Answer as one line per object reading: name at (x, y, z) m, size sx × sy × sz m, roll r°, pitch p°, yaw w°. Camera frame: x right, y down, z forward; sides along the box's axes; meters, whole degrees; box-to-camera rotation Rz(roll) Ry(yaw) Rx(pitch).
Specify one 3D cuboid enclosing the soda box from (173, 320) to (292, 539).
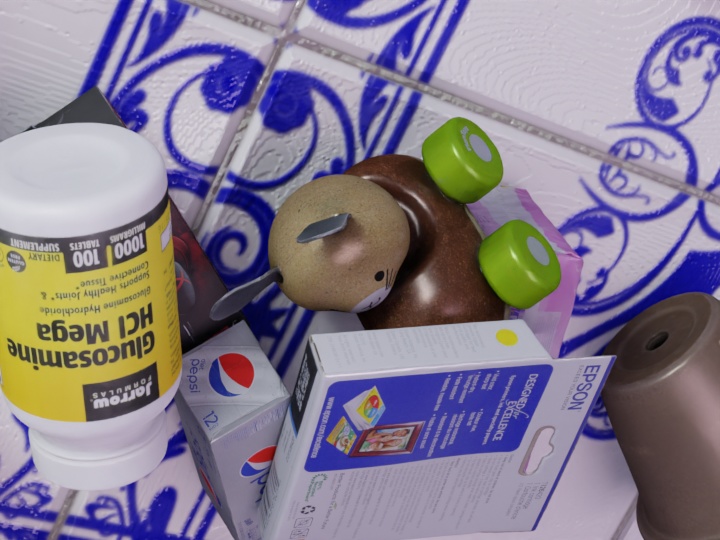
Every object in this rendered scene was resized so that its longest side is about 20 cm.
soda box at (-0.080, 0.119, 1.216) m, size 0.063 × 0.069 × 0.201 m, roll -29°, pitch 152°, yaw -13°

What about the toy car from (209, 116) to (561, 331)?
toy car at (0.000, 0.000, 1.127) m, size 0.164 × 0.159 × 0.199 m, roll -37°, pitch 163°, yaw 29°

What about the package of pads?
package of pads at (0.091, 0.048, 1.276) m, size 0.075 × 0.121 × 0.202 m, roll 4°, pitch 116°, yaw -17°

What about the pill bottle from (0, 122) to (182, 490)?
pill bottle at (-0.163, 0.025, 1.047) m, size 0.111 × 0.113 × 0.202 m, roll -13°, pitch 123°, yaw -19°

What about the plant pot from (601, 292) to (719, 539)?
plant pot at (0.273, 0.118, 1.386) m, size 0.200 × 0.200 × 0.175 m, roll -39°, pitch 109°, yaw -1°

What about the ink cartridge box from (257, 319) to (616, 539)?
ink cartridge box at (0.045, 0.110, 1.165) m, size 0.198 × 0.047 × 0.199 m, roll -4°, pitch 139°, yaw -20°

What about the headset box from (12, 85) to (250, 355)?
headset box at (-0.183, -0.007, 1.137) m, size 0.148 × 0.075 × 0.201 m, roll -33°, pitch 127°, yaw -5°
